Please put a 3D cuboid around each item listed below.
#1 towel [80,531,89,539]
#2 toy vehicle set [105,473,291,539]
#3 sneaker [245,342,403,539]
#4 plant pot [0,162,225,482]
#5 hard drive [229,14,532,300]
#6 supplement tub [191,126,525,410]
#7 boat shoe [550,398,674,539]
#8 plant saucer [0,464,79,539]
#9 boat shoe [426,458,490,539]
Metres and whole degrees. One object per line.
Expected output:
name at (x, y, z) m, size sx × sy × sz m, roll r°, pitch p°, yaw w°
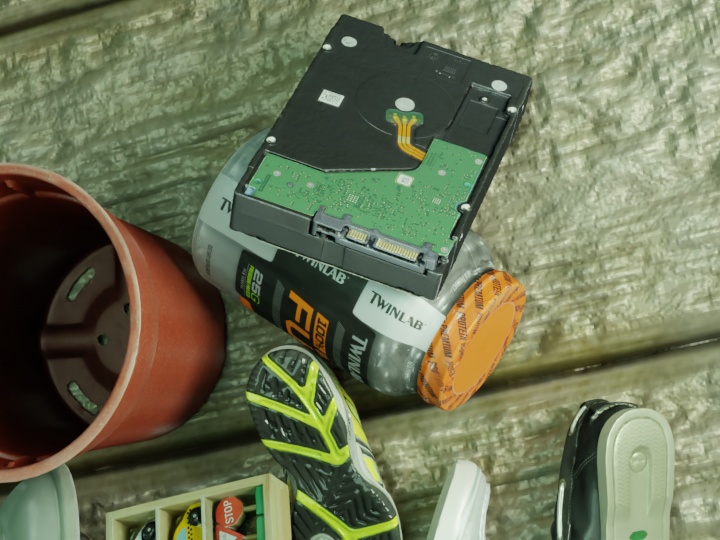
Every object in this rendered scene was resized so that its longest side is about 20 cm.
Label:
towel at (-0.190, 0.251, 1.404) m, size 0.024 × 0.200 × 0.147 m, roll 5°, pitch 92°, yaw -17°
toy vehicle set at (-0.100, 0.237, 1.341) m, size 0.124 × 0.027 × 0.200 m, roll -17°, pitch 60°, yaw 21°
sneaker at (-0.013, 0.139, 1.408) m, size 0.075 × 0.076 × 0.200 m, roll -14°, pitch 99°, yaw 13°
plant pot at (-0.193, 0.040, 1.413) m, size 0.200 × 0.195 × 0.201 m, roll -2°, pitch 85°, yaw 21°
hard drive at (0.016, -0.075, 1.349) m, size 0.140 × 0.200 × 0.038 m, roll 19°, pitch 134°, yaw 8°
supplement tub at (0.000, 0.000, 1.384) m, size 0.200 × 0.123 × 0.123 m, roll 32°, pitch 97°, yaw 21°
boat shoe at (0.154, 0.182, 1.352) m, size 0.068 × 0.072 × 0.200 m, roll 12°, pitch 97°, yaw 57°
plant saucer at (-0.233, 0.224, 1.419) m, size 0.050 × 0.200 × 0.201 m, roll 8°, pitch 88°, yaw -20°
boat shoe at (0.068, 0.225, 1.372) m, size 0.068 × 0.072 × 0.200 m, roll 10°, pitch 82°, yaw 0°
